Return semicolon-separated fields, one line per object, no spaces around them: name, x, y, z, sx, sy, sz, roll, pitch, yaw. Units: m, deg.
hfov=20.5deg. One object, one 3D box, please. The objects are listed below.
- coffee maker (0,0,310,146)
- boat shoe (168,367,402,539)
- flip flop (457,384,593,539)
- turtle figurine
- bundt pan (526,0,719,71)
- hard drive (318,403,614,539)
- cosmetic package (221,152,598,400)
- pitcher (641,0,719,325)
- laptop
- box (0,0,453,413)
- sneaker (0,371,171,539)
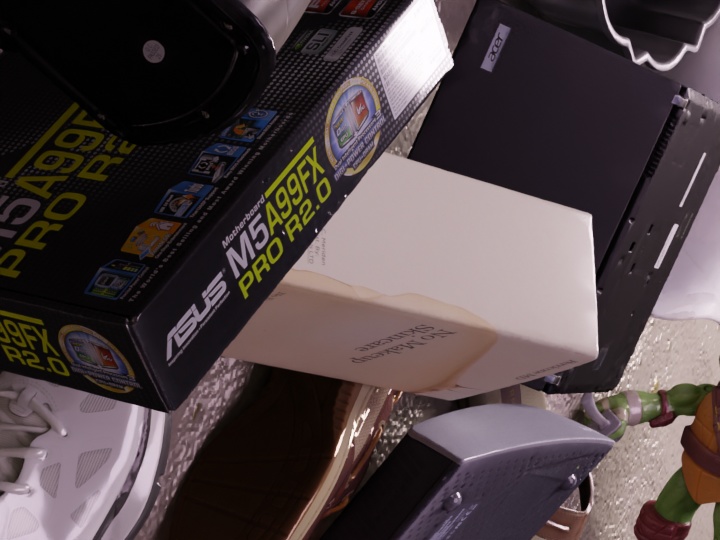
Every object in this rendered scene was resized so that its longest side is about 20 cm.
coffee maker;-0.057;-0.176;0.656;0.200;0.134;0.192;-57;132;-31
boat shoe;-0.023;0.090;0.954;0.200;0.072;0.072;-64;142;-33
flip flop;0.104;0.119;1.157;0.081;0.057;0.201;-40;130;-44
turtle figurine;0.198;0.143;1.229;0.200;0.143;0.195;-64;163;-61
bundt pan;0.143;-0.213;1.106;0.202;0.076;0.203;-19;113;-53
hard drive;0.048;0.125;1.036;0.135;0.042;0.200;-51;157;17
cosmetic package;0.000;0.000;0.873;0.199;0.103;0.073;14;66;-38
pitcher;0.195;-0.062;1.195;0.171;0.121;0.201;-2;112;-56
laptop;0.104;-0.033;1.074;0.178;0.103;0.200;-66;158;8
box;-0.082;-0.044;0.746;0.200;0.160;0.044;-52;138;-34
sneaker;-0.144;0.088;0.766;0.115;0.075;0.201;22;83;-58
